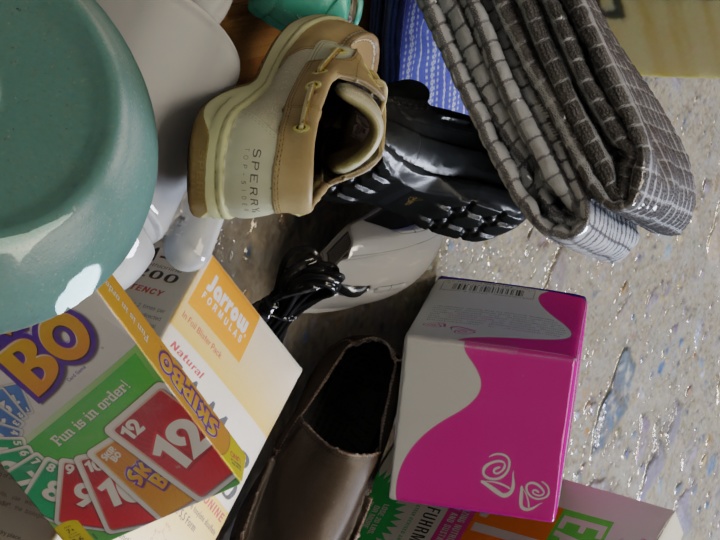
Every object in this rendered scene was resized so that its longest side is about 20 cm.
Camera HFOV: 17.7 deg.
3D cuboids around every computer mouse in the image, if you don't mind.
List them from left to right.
[{"bbox_3d":[0.000,0.000,1.344,0.200,0.044,0.110,-33,166,-51],"label":"computer mouse"}]

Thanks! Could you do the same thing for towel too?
[{"bbox_3d":[0.048,-0.128,1.390,0.200,0.024,0.146,-27,123,-66],"label":"towel"},{"bbox_3d":[0.114,-0.109,1.299,0.201,0.085,0.165,65,16,10],"label":"towel"}]

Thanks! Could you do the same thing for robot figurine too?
[{"bbox_3d":[-0.130,-0.068,1.089,0.169,0.113,0.201,32,71,-20],"label":"robot figurine"}]

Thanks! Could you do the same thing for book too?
[{"bbox_3d":[0.082,0.183,1.427,0.134,0.199,0.048,-58,143,-29],"label":"book"}]

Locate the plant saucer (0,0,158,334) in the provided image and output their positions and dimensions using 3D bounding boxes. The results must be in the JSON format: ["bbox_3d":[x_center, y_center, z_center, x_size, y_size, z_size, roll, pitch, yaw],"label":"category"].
[{"bbox_3d":[-0.174,-0.071,0.968,0.200,0.200,0.036,-52,-177,-34],"label":"plant saucer"}]

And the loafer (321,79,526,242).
[{"bbox_3d":[0.013,-0.072,1.273,0.200,0.068,0.071,18,58,-38],"label":"loafer"}]

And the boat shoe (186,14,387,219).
[{"bbox_3d":[-0.021,-0.070,1.114,0.200,0.066,0.074,-54,150,-59],"label":"boat shoe"}]

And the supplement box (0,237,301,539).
[{"bbox_3d":[-0.123,0.097,1.195,0.201,0.073,0.126,-63,145,-21],"label":"supplement box"}]

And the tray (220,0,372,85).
[{"bbox_3d":[-0.052,-0.106,1.271,0.200,0.037,0.099,-23,120,-53],"label":"tray"}]

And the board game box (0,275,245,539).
[{"bbox_3d":[-0.143,0.038,1.047,0.200,0.095,0.030,57,19,-26],"label":"board game box"}]

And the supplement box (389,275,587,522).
[{"bbox_3d":[0.080,0.073,1.407,0.200,0.101,0.104,-47,144,-79],"label":"supplement box"}]

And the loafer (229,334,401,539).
[{"bbox_3d":[-0.027,0.119,1.341,0.071,0.073,0.201,108,-1,-66],"label":"loafer"}]

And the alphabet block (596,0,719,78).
[{"bbox_3d":[0.198,-0.256,1.440,0.196,0.195,0.200,-64,147,-32],"label":"alphabet block"}]

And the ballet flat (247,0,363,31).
[{"bbox_3d":[-0.033,-0.219,1.223,0.070,0.067,0.201,9,72,-27],"label":"ballet flat"}]
